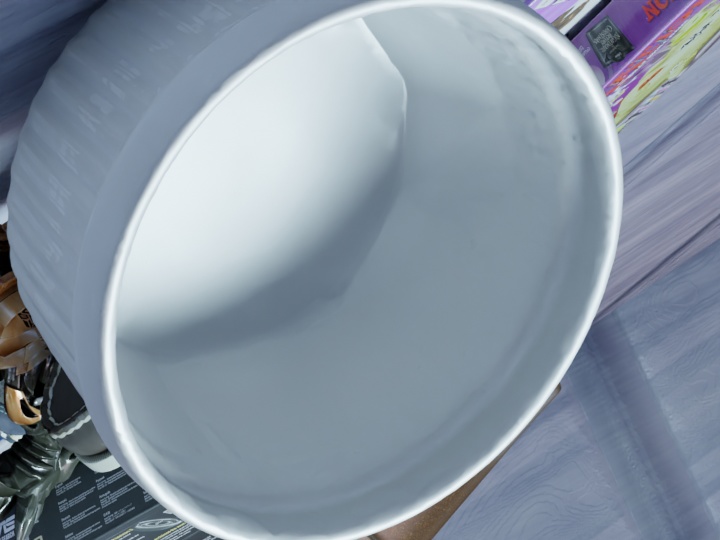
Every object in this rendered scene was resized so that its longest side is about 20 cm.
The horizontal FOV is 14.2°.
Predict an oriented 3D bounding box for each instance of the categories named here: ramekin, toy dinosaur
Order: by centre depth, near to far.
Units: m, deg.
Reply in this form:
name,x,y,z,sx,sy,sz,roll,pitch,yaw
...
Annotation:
name,x,y,z,sx,sy,sz,roll,pitch,yaw
ramekin,-0.022,-0.019,0.961,0.200,0.105,0.200,-18,125,-27
toy dinosaur,-0.141,0.028,1.097,0.200,0.102,0.136,-12,149,-14

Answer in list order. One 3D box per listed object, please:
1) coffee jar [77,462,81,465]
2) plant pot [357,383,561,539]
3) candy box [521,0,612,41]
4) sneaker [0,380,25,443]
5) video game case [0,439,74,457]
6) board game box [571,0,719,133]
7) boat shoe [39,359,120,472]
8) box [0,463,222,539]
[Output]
name,x,y,z,sx,sy,sz,roll,pitch,yaw
coffee jar,-0.127,0.099,1.595,0.104,0.085,0.200,-14,161,-36
plant pot,0.004,0.086,1.801,0.198,0.200,0.200,-45,173,0
candy box,0.040,-0.102,1.156,0.168,0.072,0.200,-41,172,27
sneaker,-0.090,-0.008,1.219,0.200,0.078,0.086,-41,163,-24
video game case,-0.177,0.078,1.396,0.200,0.045,0.181,-38,172,12
board game box,0.121,-0.098,1.181,0.200,0.032,0.120,-44,166,34
boat shoe,-0.066,-0.021,1.049,0.061,0.072,0.201,25,102,-37
box,-0.103,0.140,1.527,0.200,0.044,0.160,-31,152,34
